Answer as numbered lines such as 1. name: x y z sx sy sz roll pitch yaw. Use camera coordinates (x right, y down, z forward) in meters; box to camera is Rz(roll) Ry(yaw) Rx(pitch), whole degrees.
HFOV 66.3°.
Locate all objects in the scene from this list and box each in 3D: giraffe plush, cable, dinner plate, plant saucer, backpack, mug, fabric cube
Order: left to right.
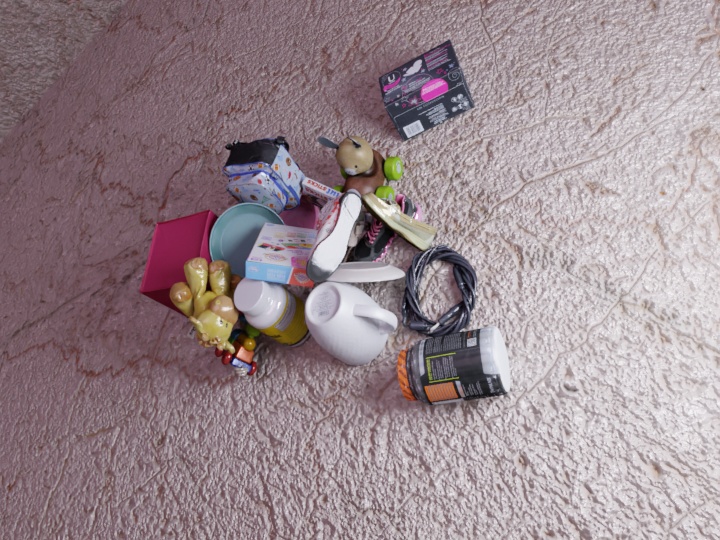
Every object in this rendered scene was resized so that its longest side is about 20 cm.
1. fabric cube: -0.411 -0.007 1.421 0.190 0.199 0.207 -8 62 27
2. giraffe plush: -0.329 0.093 1.217 0.162 0.168 0.207 38 113 57
3. plant saucer: -0.268 -0.061 1.345 0.201 0.199 0.036 -49 11 -2
4. backpack: -0.228 -0.223 1.366 0.195 0.189 0.159 6 72 37
5. plant saucer: -0.179 -0.106 1.429 0.194 0.051 0.207 -14 60 24
6. mug: -0.016 0.102 1.153 0.194 0.175 0.153 -2 65 28
7. dinner plate: 0.000 0.000 1.191 0.194 0.198 0.025 2 98 30
8. cable: 0.167 0.037 1.158 0.158 0.051 0.206 5 69 31

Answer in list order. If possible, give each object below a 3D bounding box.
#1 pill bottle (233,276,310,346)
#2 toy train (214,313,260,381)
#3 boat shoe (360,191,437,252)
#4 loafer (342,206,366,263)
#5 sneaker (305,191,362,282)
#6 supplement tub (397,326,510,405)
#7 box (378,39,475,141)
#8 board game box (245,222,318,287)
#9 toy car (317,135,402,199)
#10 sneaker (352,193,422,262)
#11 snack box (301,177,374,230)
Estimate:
1. pill bottle: -0.195 0.089 1.247 0.108 0.200 0.115 -13 59 23
2. toy train: -0.260 0.174 1.268 0.198 0.083 0.119 13 77 62
3. boat shoe: 0.084 -0.116 1.194 0.064 0.198 0.073 -55 23 0
4. loafer: -0.032 -0.066 1.283 0.063 0.071 0.202 52 129 23
5. sneaker: -0.068 -0.068 1.171 0.207 0.066 0.107 -65 22 -11
6. supplement tub: 0.174 0.182 1.037 0.194 0.122 0.127 -13 60 23
7. box: 0.161 -0.435 1.344 0.195 0.132 0.118 -22 53 18
8. board game box: -0.164 -0.039 1.236 0.147 0.042 0.202 8 29 -1
9. toy car: -0.015 -0.250 1.311 0.159 0.200 0.163 6 68 31
10. sneaker: 0.049 -0.099 1.267 0.199 0.095 0.079 -44 55 5
11. snack box: -0.053 -0.160 1.335 0.195 0.073 0.025 27 65 20
